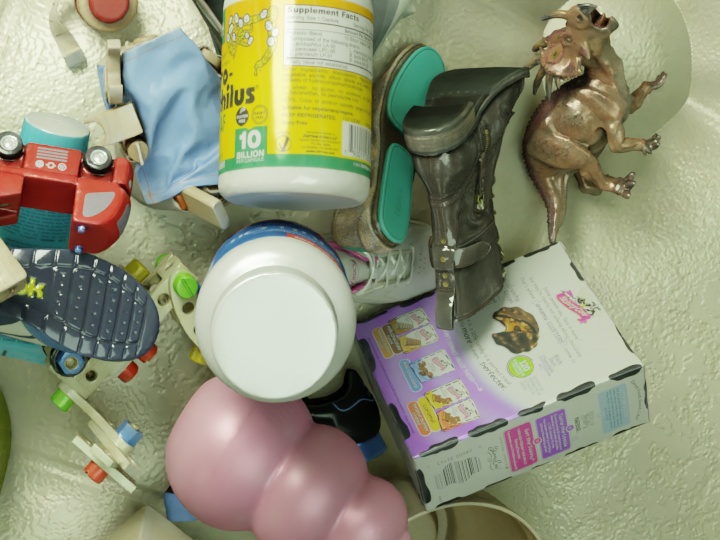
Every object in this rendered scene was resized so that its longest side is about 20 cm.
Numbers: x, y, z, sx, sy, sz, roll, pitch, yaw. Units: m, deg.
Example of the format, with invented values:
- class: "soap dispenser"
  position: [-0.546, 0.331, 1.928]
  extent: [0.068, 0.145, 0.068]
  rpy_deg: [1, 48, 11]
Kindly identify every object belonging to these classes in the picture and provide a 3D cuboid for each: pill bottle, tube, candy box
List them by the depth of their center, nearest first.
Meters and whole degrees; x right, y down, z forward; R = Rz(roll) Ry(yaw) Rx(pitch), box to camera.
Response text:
- class: "pill bottle"
  position: [-0.059, 0.029, 1.012]
  extent: [0.111, 0.200, 0.114]
  rpy_deg: [-1, 98, -4]
- class: "pill bottle"
  position: [-0.046, -0.150, 1.045]
  extent: [0.111, 0.113, 0.203]
  rpy_deg: [3, 85, -19]
- class: "tube"
  position: [-0.256, -0.020, 1.115]
  extent: [0.077, 0.050, 0.202]
  rpy_deg: [13, 109, -15]
- class: "candy box"
  position: [0.112, 0.083, 1.180]
  extent: [0.198, 0.168, 0.072]
  rpy_deg: [-21, 131, -5]

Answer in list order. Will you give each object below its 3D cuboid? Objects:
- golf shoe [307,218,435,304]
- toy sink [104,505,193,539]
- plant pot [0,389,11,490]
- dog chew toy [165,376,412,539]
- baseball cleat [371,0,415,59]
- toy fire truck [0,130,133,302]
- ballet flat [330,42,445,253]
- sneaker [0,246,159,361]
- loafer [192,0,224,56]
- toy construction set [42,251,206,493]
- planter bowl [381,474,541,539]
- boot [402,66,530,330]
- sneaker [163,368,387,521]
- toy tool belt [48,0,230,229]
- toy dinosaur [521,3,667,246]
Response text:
- class: "golf shoe"
  position: [0.000, 0.000, 1.182]
  extent: [0.198, 0.091, 0.076]
  rpy_deg: [-4, 103, -19]
- class: "toy sink"
  position: [-0.151, 0.314, 1.182]
  extent: [0.130, 0.112, 0.200]
  rpy_deg: [-41, 111, 20]
- class: "plant pot"
  position: [-0.343, 0.161, 1.043]
  extent: [0.185, 0.200, 0.190]
  rpy_deg: [-5, 106, -16]
- class: "dog chew toy"
  position: [-0.050, 0.164, 1.104]
  extent: [0.199, 0.124, 0.125]
  rpy_deg: [30, 94, 9]
- class: "baseball cleat"
  position: [-0.027, -0.185, 1.138]
  extent: [0.106, 0.070, 0.202]
  rpy_deg: [33, 81, -31]
- class: "toy fire truck"
  position: [-0.264, -0.028, 1.006]
  extent: [0.197, 0.049, 0.143]
  rpy_deg: [9, 60, -11]
- class: "ballet flat"
  position: [0.015, -0.101, 1.159]
  extent: [0.068, 0.067, 0.202]
  rpy_deg: [44, 49, -35]
- class: "sneaker"
  position: [-0.247, 0.019, 1.070]
  extent: [0.198, 0.082, 0.075]
  rpy_deg: [16, 78, -8]
- class: "loafer"
  position: [-0.105, -0.227, 1.103]
  extent: [0.071, 0.063, 0.201]
  rpy_deg: [-30, 111, -7]
- class: "toy construction set"
  position: [-0.173, 0.069, 1.139]
  extent: [0.131, 0.092, 0.201]
  rpy_deg: [44, 72, -28]
- class: "planter bowl"
  position: [0.047, 0.259, 1.234]
  extent: [0.198, 0.135, 0.203]
  rpy_deg: [-8, 112, -20]
- class: "boot"
  position: [0.091, -0.064, 1.166]
  extent: [0.200, 0.069, 0.176]
  rpy_deg: [-43, 129, -50]
- class: "sneaker"
  position: [-0.078, 0.147, 1.210]
  extent: [0.198, 0.070, 0.079]
  rpy_deg: [-19, 95, -13]
- class: "toy tool belt"
  position: [-0.151, -0.131, 1.080]
  extent: [0.124, 0.123, 0.202]
  rpy_deg: [-27, 110, -10]
- class: "toy dinosaur"
  position: [0.179, -0.130, 1.218]
  extent: [0.134, 0.086, 0.201]
  rpy_deg: [23, 113, -11]
